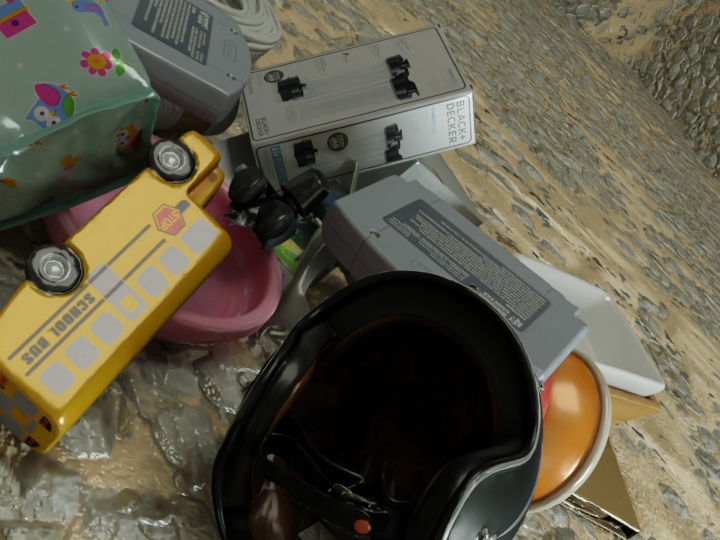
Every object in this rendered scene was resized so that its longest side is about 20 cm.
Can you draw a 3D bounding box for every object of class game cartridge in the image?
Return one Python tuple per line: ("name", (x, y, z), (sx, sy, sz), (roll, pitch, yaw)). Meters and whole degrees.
("game cartridge", (-0.156, -0.194, 0.798), (0.132, 0.042, 0.201), (31, 24, -22))
("game cartridge", (0.070, 0.008, 0.713), (0.199, 0.042, 0.133), (40, 37, 15))

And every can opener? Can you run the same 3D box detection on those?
("can opener", (-0.068, -0.052, 0.669), (0.063, 0.079, 0.200), (43, 4, -2))

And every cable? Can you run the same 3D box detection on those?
("cable", (-0.181, -0.300, 1.032), (0.200, 0.069, 0.200), (44, 26, -3))

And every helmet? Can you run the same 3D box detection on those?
("helmet", (0.020, 0.107, 0.577), (0.200, 0.200, 0.190), (45, 41, 4))

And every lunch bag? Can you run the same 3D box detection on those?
("lunch bag", (-0.245, -0.111, 0.566), (0.198, 0.122, 0.172), (-26, 77, -23))

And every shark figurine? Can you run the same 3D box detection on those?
("shark figurine", (-0.003, -0.008, 0.778), (0.088, 0.130, 0.214), (19, 19, 13))

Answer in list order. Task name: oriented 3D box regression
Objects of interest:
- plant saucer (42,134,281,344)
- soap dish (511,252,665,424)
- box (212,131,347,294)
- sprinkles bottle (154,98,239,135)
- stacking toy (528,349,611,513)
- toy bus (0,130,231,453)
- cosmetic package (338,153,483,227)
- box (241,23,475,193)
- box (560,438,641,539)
("plant saucer", (-0.150, -0.022, 0.694), (0.199, 0.051, 0.202), (34, 27, -20))
("soap dish", (0.214, 0.077, 0.985), (0.198, 0.081, 0.159), (20, 36, -40))
("box", (-0.078, -0.063, 0.874), (0.144, 0.036, 0.200), (45, 28, 2))
("sprinkles bottle", (-0.189, -0.155, 0.809), (0.069, 0.068, 0.199), (52, 27, 17))
("stacking toy", (0.090, 0.090, 0.746), (0.199, 0.146, 0.147), (35, 27, -31))
("toy bus", (-0.144, 0.004, 0.561), (0.078, 0.065, 0.201), (42, 51, -5))
("cosmetic package", (0.044, -0.096, 0.993), (0.114, 0.081, 0.199), (60, 16, 24))
("box", (-0.005, -0.146, 0.851), (0.061, 0.197, 0.118), (78, -5, -45))
("box", (0.201, 0.160, 0.962), (0.162, 0.021, 0.201), (32, 29, -24))
